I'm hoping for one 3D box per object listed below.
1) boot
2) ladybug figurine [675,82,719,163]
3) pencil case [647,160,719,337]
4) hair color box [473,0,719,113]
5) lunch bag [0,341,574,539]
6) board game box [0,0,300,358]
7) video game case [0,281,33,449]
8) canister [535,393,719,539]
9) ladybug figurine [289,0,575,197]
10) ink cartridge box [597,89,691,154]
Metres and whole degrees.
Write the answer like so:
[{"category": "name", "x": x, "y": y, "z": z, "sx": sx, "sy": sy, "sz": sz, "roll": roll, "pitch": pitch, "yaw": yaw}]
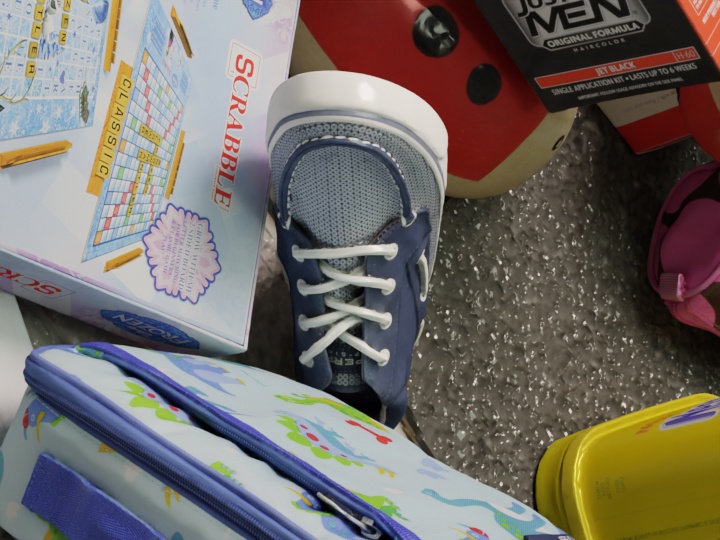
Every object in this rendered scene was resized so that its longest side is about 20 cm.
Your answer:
[{"category": "boot", "x": 0.000, "y": 0.000, "z": 0.866, "sx": 0.200, "sy": 0.073, "sz": 0.090, "roll": 71, "pitch": 22, "yaw": -66}, {"category": "ladybug figurine", "x": 0.216, "y": -0.114, "z": 1.084, "sx": 0.136, "sy": 0.072, "sz": 0.200, "roll": 56, "pitch": 46, "yaw": -16}, {"category": "pencil case", "x": 0.236, "y": 0.026, "z": 1.147, "sx": 0.200, "sy": 0.091, "sz": 0.094, "roll": 35, "pitch": 89, "yaw": -29}, {"category": "hair color box", "x": 0.078, "y": -0.164, "z": 0.900, "sx": 0.200, "sy": 0.101, "sz": 0.061, "roll": 52, "pitch": 51, "yaw": -27}, {"category": "lunch bag", "x": -0.028, "y": 0.095, "z": 0.767, "sx": 0.161, "sy": 0.200, "sz": 0.083, "roll": 9, "pitch": 105, "yaw": -50}, {"category": "board game box", "x": -0.114, "y": -0.089, "z": 0.825, "sx": 0.199, "sy": 0.041, "sz": 0.200, "roll": 25, "pitch": 65, "yaw": -39}, {"category": "video game case", "x": -0.212, "y": 0.001, "z": 0.751, "sx": 0.200, "sy": 0.024, "sz": 0.182, "roll": -18, "pitch": 88, "yaw": -47}, {"category": "canister", "x": 0.204, "y": 0.092, "z": 1.002, "sx": 0.148, "sy": 0.200, "sz": 0.087, "roll": -11, "pitch": 84, "yaw": -46}, {"category": "ladybug figurine", "x": 0.032, "y": -0.116, "z": 0.989, "sx": 0.200, "sy": 0.072, "sz": 0.136, "roll": 33, "pitch": 55, "yaw": -32}, {"category": "ink cartridge box", "x": 0.155, "y": -0.147, "z": 1.136, "sx": 0.200, "sy": 0.067, "sz": 0.116, "roll": 50, "pitch": 48, "yaw": -20}]
